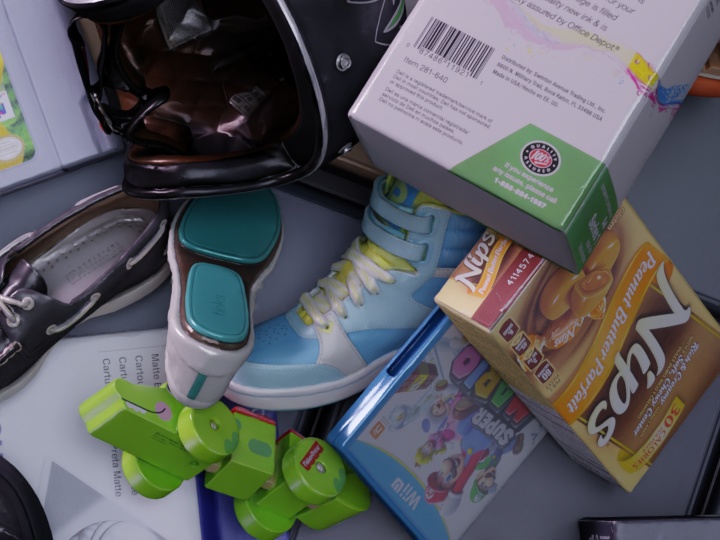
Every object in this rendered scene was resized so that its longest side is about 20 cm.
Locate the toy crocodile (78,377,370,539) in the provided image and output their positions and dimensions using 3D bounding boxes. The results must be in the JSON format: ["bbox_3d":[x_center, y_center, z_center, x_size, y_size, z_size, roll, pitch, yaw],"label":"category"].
[{"bbox_3d":[-0.075,0.107,1.692,0.199,0.067,0.062,24,47,-29],"label":"toy crocodile"}]

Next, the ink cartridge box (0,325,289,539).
[{"bbox_3d":[-0.141,0.136,1.725,0.199,0.041,0.201,-6,85,-9],"label":"ink cartridge box"}]

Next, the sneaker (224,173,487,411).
[{"bbox_3d":[0.000,0.000,1.711,0.199,0.080,0.131,-19,128,-18],"label":"sneaker"}]

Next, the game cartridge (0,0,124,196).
[{"bbox_3d":[-0.257,-0.101,1.733,0.199,0.040,0.134,-21,84,-10],"label":"game cartridge"}]

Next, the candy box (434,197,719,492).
[{"bbox_3d":[0.137,0.032,1.709,0.116,0.055,0.200,-52,136,-9],"label":"candy box"}]

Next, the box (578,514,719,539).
[{"bbox_3d":[0.240,0.239,1.739,0.199,0.104,0.183,-1,86,-8],"label":"box"}]

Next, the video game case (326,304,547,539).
[{"bbox_3d":[0.078,0.064,1.728,0.200,0.143,0.018,-49,48,-9],"label":"video game case"}]

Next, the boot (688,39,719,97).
[{"bbox_3d":[0.148,-0.126,1.717,0.199,0.108,0.075,14,45,16],"label":"boot"}]

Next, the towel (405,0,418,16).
[{"bbox_3d":[0.005,-0.237,1.763,0.149,0.031,0.200,-36,89,15],"label":"towel"}]

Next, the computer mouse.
[{"bbox_3d":[-0.261,0.101,1.636,0.199,0.140,0.046,25,80,15],"label":"computer mouse"}]

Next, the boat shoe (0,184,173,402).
[{"bbox_3d":[-0.191,0.015,1.692,0.199,0.060,0.074,-31,63,-23],"label":"boat shoe"}]

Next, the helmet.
[{"bbox_3d":[-0.067,-0.142,1.679,0.190,0.200,0.201,-14,87,7],"label":"helmet"}]

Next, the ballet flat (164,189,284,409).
[{"bbox_3d":[-0.088,0.014,1.695,0.069,0.200,0.070,2,120,3],"label":"ballet flat"}]

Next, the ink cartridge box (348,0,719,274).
[{"bbox_3d":[0.109,-0.124,1.614,0.144,0.084,0.201,29,80,18],"label":"ink cartridge box"}]
